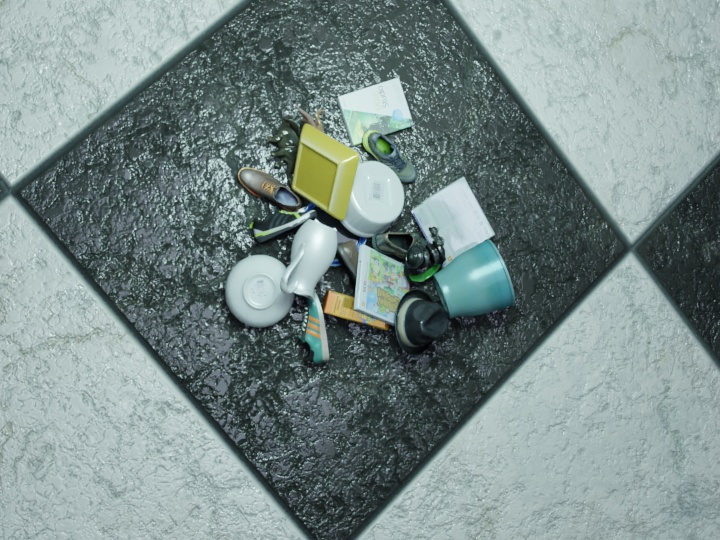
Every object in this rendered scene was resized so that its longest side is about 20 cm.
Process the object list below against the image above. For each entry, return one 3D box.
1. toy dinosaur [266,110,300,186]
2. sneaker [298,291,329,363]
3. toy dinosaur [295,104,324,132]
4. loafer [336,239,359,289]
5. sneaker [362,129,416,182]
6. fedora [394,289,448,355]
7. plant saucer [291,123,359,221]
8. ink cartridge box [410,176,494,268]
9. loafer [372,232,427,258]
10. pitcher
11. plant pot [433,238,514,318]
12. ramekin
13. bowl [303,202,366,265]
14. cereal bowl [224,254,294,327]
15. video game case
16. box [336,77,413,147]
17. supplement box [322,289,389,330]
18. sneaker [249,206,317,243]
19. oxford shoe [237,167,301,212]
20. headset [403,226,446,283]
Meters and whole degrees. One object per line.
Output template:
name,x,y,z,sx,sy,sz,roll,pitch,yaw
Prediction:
toy dinosaur,-0.204,-0.346,1.610,0.099,0.077,0.206,-12,86,3
sneaker,-0.140,0.159,1.607,0.077,0.071,0.206,-9,88,-10
toy dinosaur,-0.128,-0.355,1.588,0.083,0.203,0.138,-4,47,13
loafer,0.000,0.000,1.610,0.070,0.073,0.203,-37,122,-14
sneaker,0.089,-0.322,1.648,0.198,0.081,0.075,37,91,-22
fedora,0.183,0.144,1.611,0.198,0.090,0.207,7,80,-47
plant saucer,-0.110,-0.256,1.534,0.198,0.204,0.048,33,37,24
ink cartridge box,0.271,-0.141,1.708,0.197,0.041,0.203,-30,93,-9
loafer,0.124,-0.075,1.629,0.196,0.062,0.074,2,76,-38
pitcher,-0.142,-0.029,1.514,0.118,0.171,0.205,20,90,17
plant pot,0.314,0.041,1.640,0.183,0.200,0.205,-21,92,0
ramekin,0.029,-0.204,1.606,0.195,0.097,0.207,8,73,-25
bowl,-0.078,-0.115,1.643,0.194,0.039,0.208,0,88,-10
cereal bowl,-0.276,0.057,1.579,0.194,0.083,0.207,0,89,-10
video game case,0.064,0.048,1.600,0.197,0.022,0.187,24,62,-39
box,0.043,-0.462,1.679,0.195,0.036,0.148,-20,92,-9
supplement box,-0.009,0.112,1.635,0.195,0.069,0.069,16,86,-13
sneaker,-0.217,-0.142,1.581,0.195,0.072,0.085,-20,85,10
oxford shoe,-0.250,-0.232,1.597,0.196,0.073,0.073,26,84,-8
headset,0.191,-0.035,1.604,0.120,0.203,0.095,-14,48,-22
